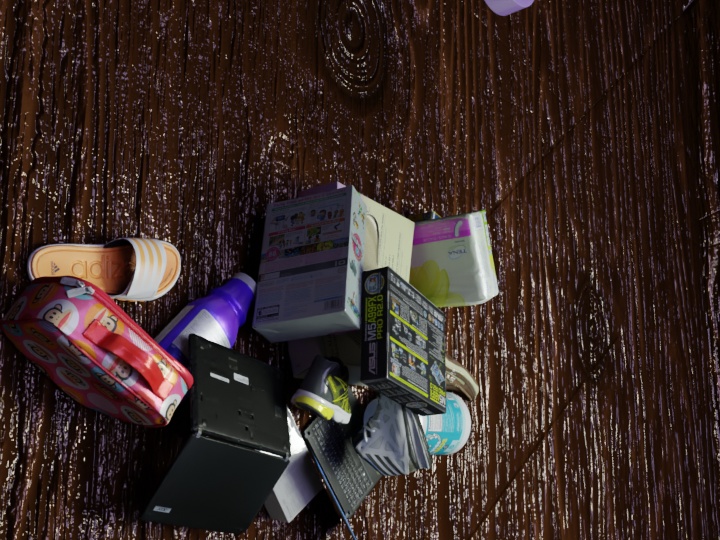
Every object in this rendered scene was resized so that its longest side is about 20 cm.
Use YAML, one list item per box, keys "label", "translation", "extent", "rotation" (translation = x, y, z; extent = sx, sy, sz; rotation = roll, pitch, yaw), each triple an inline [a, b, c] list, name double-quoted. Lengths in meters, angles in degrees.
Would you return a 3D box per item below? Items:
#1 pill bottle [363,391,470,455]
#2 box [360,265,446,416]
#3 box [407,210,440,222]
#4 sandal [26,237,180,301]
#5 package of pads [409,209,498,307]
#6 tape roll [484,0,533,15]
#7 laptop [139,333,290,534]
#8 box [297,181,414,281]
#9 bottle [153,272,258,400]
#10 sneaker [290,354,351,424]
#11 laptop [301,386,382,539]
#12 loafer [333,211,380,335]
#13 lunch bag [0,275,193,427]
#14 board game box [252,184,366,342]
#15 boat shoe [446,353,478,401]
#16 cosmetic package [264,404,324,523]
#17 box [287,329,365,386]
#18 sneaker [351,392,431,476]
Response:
- label: "pill bottle"
  translation: [0.095, 0.261, 1.274]
  extent: [0.198, 0.110, 0.113]
  rotation: [14, 73, -45]
- label: "box"
  translation: [0.066, 0.107, 1.068]
  extent: [0.200, 0.044, 0.163]
  rotation: [37, 48, -52]
- label: "box"
  translation: [0.168, -0.037, 1.439]
  extent: [0.199, 0.064, 0.071]
  rotation: [33, 61, -41]
- label: "sandal"
  translation: [-0.300, 0.000, 0.911]
  extent: [0.205, 0.059, 0.081]
  rotation: [-4, 87, -48]
- label: "package of pads"
  translation: [0.137, -0.012, 1.297]
  extent: [0.068, 0.197, 0.158]
  rotation: [-16, 96, -52]
- label: "tape roll"
  translation: [0.340, -0.713, 1.742]
  extent: [0.198, 0.065, 0.205]
  rotation: [11, 76, -48]
- label: "laptop"
  translation: [-0.183, 0.214, 0.952]
  extent: [0.176, 0.102, 0.203]
  rotation: [32, 40, -47]
- label: "box"
  translation: [-0.013, -0.020, 1.209]
  extent: [0.198, 0.095, 0.180]
  rotation: [22, 68, -45]
- label: "bottle"
  translation: [-0.210, 0.082, 0.994]
  extent: [0.201, 0.064, 0.084]
  rotation: [-53, 125, -39]
- label: "sneaker"
  translation: [-0.040, 0.171, 1.077]
  extent: [0.200, 0.073, 0.086]
  rotation: [57, 57, -78]
- label: "laptop"
  translation: [-0.009, 0.308, 1.156]
  extent: [0.200, 0.102, 0.180]
  rotation: [-41, 115, -43]
- label: "loafer"
  translation: [0.000, 0.000, 1.097]
  extent: [0.075, 0.067, 0.204]
  rotation: [31, 62, -41]
- label: "lunch bag"
  translation: [-0.287, 0.093, 0.822]
  extent: [0.201, 0.174, 0.083]
  rotation: [52, 54, -31]
- label: "board game box"
  translation: [-0.069, -0.010, 1.050]
  extent: [0.064, 0.145, 0.204]
  rotation: [49, 38, -53]
- label: "boat shoe"
  translation: [0.143, 0.194, 1.379]
  extent: [0.202, 0.074, 0.075]
  rotation: [45, 67, -27]
- label: "cosmetic package"
  translation: [-0.130, 0.253, 1.066]
  extent: [0.082, 0.050, 0.203]
  rotation: [-35, 110, -43]
- label: "box"
  translation: [-0.022, 0.131, 1.181]
  extent: [0.198, 0.068, 0.084]
  rotation: [15, 53, -47]
- label: "sneaker"
  translation: [0.031, 0.224, 1.144]
  extent: [0.076, 0.113, 0.204]
  rotation: [-17, 90, -86]
